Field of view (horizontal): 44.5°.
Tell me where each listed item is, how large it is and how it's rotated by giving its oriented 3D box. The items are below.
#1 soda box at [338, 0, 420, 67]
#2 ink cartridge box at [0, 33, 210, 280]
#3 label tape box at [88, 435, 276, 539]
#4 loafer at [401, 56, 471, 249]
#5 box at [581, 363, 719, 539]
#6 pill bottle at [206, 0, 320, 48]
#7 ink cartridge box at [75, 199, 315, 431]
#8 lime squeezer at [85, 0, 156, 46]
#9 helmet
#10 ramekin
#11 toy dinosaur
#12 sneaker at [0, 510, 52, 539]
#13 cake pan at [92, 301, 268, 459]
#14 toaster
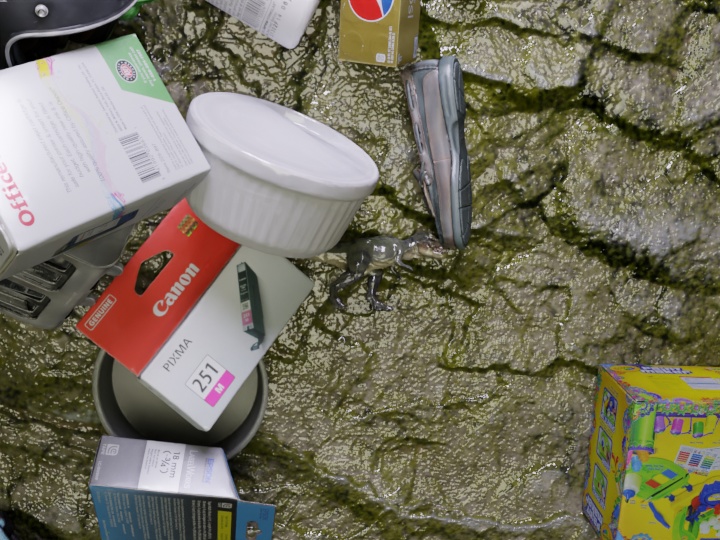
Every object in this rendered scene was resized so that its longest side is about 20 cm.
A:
[{"bbox_3d":[0.023,-0.309,0.867,0.067,0.064,0.203,12,112,21],"label":"soda box"},{"bbox_3d":[-0.255,-0.101,0.762,0.199,0.087,0.147,-31,91,-41],"label":"ink cartridge box"},{"bbox_3d":[-0.193,0.256,0.987,0.196,0.064,0.145,7,140,-5],"label":"label tape box"},{"bbox_3d":[0.083,-0.124,0.949,0.062,0.072,0.204,-1,98,19],"label":"loafer"},{"bbox_3d":[0.378,0.221,1.019,0.196,0.122,0.196,3,103,-5],"label":"box"},{"bbox_3d":[-0.126,-0.317,0.864,0.198,0.114,0.115,28,100,-9],"label":"pill bottle"},{"bbox_3d":[-0.173,0.037,0.941,0.173,0.043,0.201,41,71,-13],"label":"ink cartridge box"},{"bbox_3d":[-0.247,-0.248,0.893,0.199,0.038,0.072,-33,64,27],"label":"lime squeezer"},{"bbox_3d":[-0.299,-0.270,0.783,0.199,0.201,0.191,35,138,-11],"label":"helmet"},{"bbox_3d":[-0.087,-0.093,0.884,0.199,0.203,0.095,20,114,-8],"label":"ramekin"},{"bbox_3d":[0.000,0.000,0.978,0.196,0.047,0.090,1,86,-10],"label":"toy dinosaur"},{"bbox_3d":[-0.448,0.319,1.028,0.197,0.078,0.091,23,82,-12],"label":"sneaker"},{"bbox_3d":[-0.203,0.130,1.004,0.196,0.037,0.204,-1,103,-4],"label":"cake pan"},{"bbox_3d":[-0.328,-0.048,0.856,0.198,0.120,0.180,27,143,-25],"label":"toaster"}]
